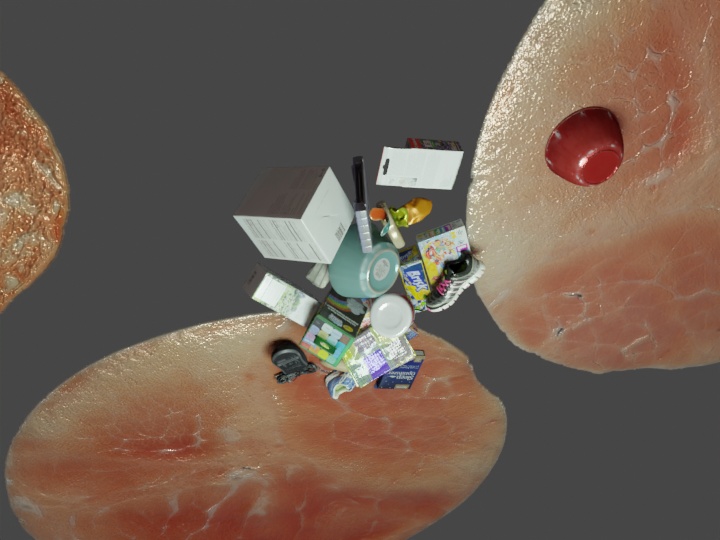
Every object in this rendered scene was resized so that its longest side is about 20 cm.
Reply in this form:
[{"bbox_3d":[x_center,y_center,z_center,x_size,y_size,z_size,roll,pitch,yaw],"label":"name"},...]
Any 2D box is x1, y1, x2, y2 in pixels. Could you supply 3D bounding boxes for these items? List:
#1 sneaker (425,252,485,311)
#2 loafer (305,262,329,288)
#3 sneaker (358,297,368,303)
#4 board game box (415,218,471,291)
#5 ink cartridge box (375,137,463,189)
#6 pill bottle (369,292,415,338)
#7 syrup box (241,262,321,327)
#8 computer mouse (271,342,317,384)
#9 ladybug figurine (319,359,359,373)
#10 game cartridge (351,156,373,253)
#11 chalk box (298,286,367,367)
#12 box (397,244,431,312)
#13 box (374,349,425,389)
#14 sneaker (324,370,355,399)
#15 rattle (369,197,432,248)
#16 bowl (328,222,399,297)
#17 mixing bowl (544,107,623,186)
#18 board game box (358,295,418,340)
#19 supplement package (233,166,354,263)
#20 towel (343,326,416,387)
[{"bbox_3d":[0.245,0.026,1.721,0.199,0.074,0.087,-42,125,9],"label":"sneaker"},{"bbox_3d":[-0.088,-0.048,1.623,0.069,0.070,0.203,25,114,3],"label":"loafer"},{"bbox_3d":[0.000,0.000,1.700,0.078,0.076,0.201,-29,139,-3],"label":"sneaker"},{"bbox_3d":[0.238,-0.039,1.738,0.132,0.035,0.202,-20,134,4],"label":"board game box"},{"bbox_3d":[0.136,-0.256,1.501,0.196,0.051,0.110,1,132,-14],"label":"ink cartridge box"},{"bbox_3d":[0.089,0.117,1.684,0.110,0.114,0.200,-22,175,7],"label":"pill bottle"},{"bbox_3d":[-0.207,0.067,1.676,0.199,0.081,0.080,33,91,-37],"label":"syrup box"},{"bbox_3d":[-0.217,0.269,1.904,0.136,0.053,0.201,-19,146,1],"label":"computer mouse"},{"bbox_3d":[-0.031,0.268,1.897,0.196,0.074,0.136,10,176,8],"label":"ladybug figurine"},{"bbox_3d":[0.003,-0.153,1.458,0.038,0.202,0.131,-4,135,1],"label":"game cartridge"},{"bbox_3d":[-0.078,0.164,1.710,0.124,0.201,0.125,32,123,-3],"label":"chalk box"},{"bbox_3d":[0.151,0.028,1.758,0.069,0.065,0.202,-19,135,3],"label":"box"},{"bbox_3d":[0.126,0.336,2.062,0.119,0.033,0.202,4,132,-18],"label":"box"},{"bbox_3d":[-0.023,0.336,1.992,0.199,0.078,0.076,-36,129,17],"label":"sneaker"},{"bbox_3d":[0.104,-0.134,1.516,0.140,0.133,0.200,-11,164,9],"label":"rattle"},{"bbox_3d":[0.025,-0.012,1.595,0.199,0.104,0.205,-21,122,-37],"label":"bowl"},{"bbox_3d":[0.566,-0.282,1.546,0.196,0.110,0.203,-7,134,-7],"label":"mixing bowl"},{"bbox_3d":[0.058,0.170,1.878,0.150,0.047,0.199,-35,131,19],"label":"board game box"},{"bbox_3d":[-0.146,-0.127,1.420,0.197,0.153,0.151,5,145,33],"label":"supplement package"},{"bbox_3d":[0.048,0.234,1.816,0.197,0.023,0.146,-27,98,-3],"label":"towel"}]
